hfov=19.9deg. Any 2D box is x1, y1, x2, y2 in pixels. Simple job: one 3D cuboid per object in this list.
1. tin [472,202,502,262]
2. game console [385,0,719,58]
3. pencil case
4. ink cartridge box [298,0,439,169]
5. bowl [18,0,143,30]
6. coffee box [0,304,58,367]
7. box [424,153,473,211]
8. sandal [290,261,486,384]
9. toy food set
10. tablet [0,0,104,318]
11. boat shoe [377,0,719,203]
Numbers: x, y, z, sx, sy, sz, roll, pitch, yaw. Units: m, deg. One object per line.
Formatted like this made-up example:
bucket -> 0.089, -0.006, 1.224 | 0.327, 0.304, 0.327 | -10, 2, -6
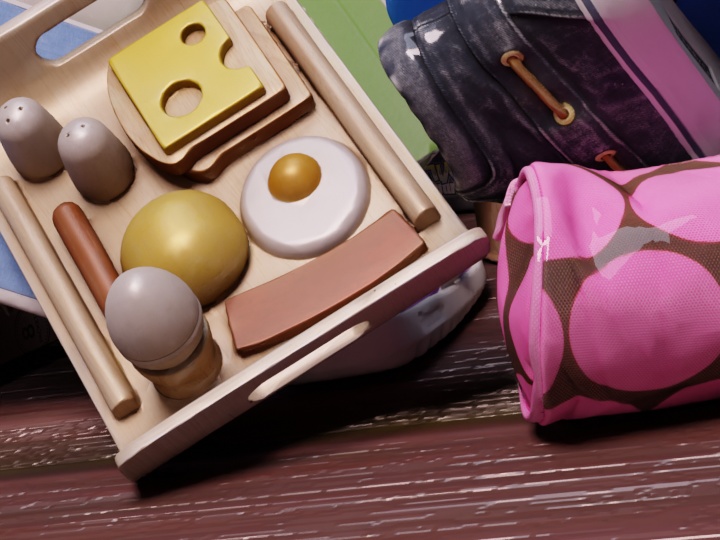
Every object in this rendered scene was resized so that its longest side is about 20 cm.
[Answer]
tin -> 0.131, -0.031, 0.901 | 0.112, 0.042, 0.200 | -24, 17, -33
game console -> 0.113, -0.128, 0.793 | 0.118, 0.171, 0.200 | -39, -17, -22
pencil case -> 0.140, -0.012, 0.656 | 0.199, 0.094, 0.091 | -10, -24, -4
ink cartridge box -> -0.040, -0.059, 0.885 | 0.199, 0.104, 0.059 | -32, -10, -22
bowl -> -0.127, -0.122, 0.980 | 0.199, 0.075, 0.200 | 8, -3, 27
coffee box -> -0.205, -0.049, 0.877 | 0.079, 0.201, 0.113 | -7, 11, 33
box -> 0.076, -0.061, 1.095 | 0.199, 0.035, 0.110 | -2, 15, 36
sandal -> 0.007, -0.001, 0.831 | 0.082, 0.050, 0.203 | -9, 11, 6
toy food set -> -0.062, -0.037, 0.725 | 0.143, 0.060, 0.200 | -32, 56, -3
tablet -> -0.122, -0.042, 0.809 | 0.199, 0.131, 0.014 | 18, -29, -10
boat shoe -> 0.088, -0.044, 0.724 | 0.091, 0.200, 0.071 | -29, 43, 17
